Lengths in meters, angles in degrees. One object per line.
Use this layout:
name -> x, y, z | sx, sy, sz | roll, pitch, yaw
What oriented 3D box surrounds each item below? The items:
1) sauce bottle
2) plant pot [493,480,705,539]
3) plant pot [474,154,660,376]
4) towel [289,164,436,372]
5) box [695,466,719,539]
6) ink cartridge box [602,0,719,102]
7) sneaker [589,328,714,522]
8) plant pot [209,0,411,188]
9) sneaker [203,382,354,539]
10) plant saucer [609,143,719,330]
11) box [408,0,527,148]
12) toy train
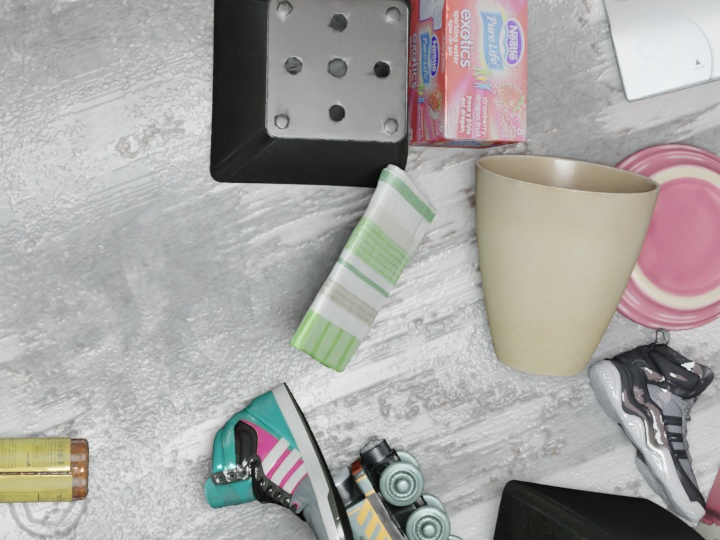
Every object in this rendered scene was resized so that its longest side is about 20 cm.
sauce bottle -> -0.364, 0.194, 1.530 | 0.199, 0.066, 0.066 | 3, 90, -11
plant pot -> 0.251, 0.333, 1.564 | 0.199, 0.177, 0.201 | 12, 89, -28
plant pot -> 0.195, -0.002, 1.599 | 0.186, 0.187, 0.201 | 5, 104, -11
towel -> 0.000, 0.000, 1.571 | 0.031, 0.149, 0.201 | 29, 86, 22
box -> 0.450, 0.228, 1.661 | 0.109, 0.128, 0.201 | 23, 85, -10
ink cartridge box -> 0.335, -0.293, 1.655 | 0.159, 0.047, 0.201 | -14, 95, 8
sneaker -> 0.335, 0.160, 1.663 | 0.114, 0.075, 0.201 | -32, 94, -7
plant pot -> -0.038, -0.186, 1.538 | 0.198, 0.177, 0.201 | 2, 91, -11
sneaker -> -0.090, 0.216, 1.549 | 0.120, 0.084, 0.200 | -26, 55, -1
plant saucer -> 0.340, -0.035, 1.678 | 0.199, 0.051, 0.202 | 0, 91, -11
box -> 0.108, -0.227, 1.599 | 0.094, 0.103, 0.201 | 1, 89, -22
toy train -> 0.038, 0.274, 1.606 | 0.114, 0.085, 0.201 | -31, 96, 0
